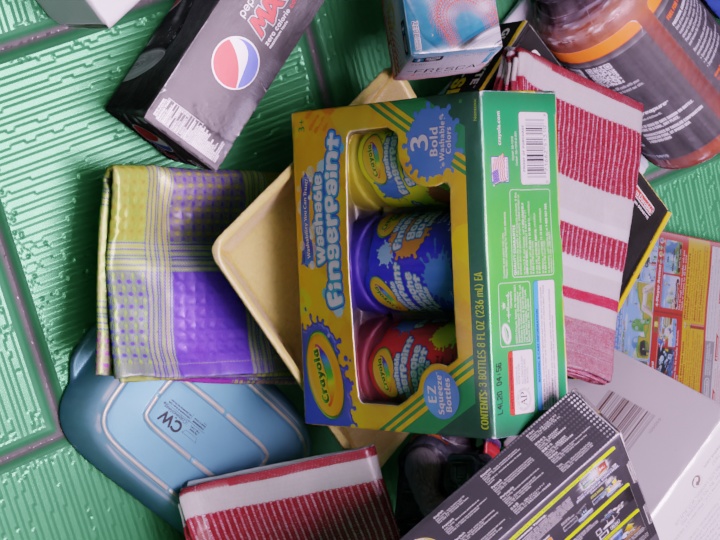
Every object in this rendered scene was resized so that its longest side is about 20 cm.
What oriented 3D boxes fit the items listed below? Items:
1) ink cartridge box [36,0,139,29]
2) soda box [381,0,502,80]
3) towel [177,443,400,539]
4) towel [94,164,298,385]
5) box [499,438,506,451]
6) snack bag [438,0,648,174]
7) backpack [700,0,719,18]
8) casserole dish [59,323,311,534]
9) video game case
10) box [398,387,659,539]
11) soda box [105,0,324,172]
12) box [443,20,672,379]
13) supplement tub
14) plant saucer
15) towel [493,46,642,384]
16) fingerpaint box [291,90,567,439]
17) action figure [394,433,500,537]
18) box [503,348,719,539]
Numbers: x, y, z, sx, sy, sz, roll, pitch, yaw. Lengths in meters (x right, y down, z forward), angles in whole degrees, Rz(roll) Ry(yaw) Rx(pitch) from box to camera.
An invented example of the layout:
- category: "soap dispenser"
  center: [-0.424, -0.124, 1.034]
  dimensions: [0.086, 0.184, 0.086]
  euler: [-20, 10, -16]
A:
- category: "ink cartridge box"
  center: [-0.142, -0.265, 1.037]
  dimensions: [0.200, 0.083, 0.146]
  euler: [-47, 118, -16]
- category: "soda box"
  center: [0.043, -0.231, 1.117]
  dimensions: [0.063, 0.068, 0.201]
  euler: [-8, 84, -10]
- category: "towel"
  center: [-0.032, 0.223, 1.101]
  dimensions: [0.143, 0.023, 0.201]
  euler: [-13, 92, 17]
- category: "towel"
  center: [-0.084, 0.003, 1.120]
  dimensions: [0.199, 0.023, 0.145]
  euler: [3, 86, -40]
- category: "box"
  center: [0.137, 0.186, 1.300]
  dimensions: [0.200, 0.038, 0.137]
  euler: [-47, 117, -15]
- category: "snack bag"
  center: [0.116, -0.067, 1.255]
  dimensions: [0.200, 0.021, 0.189]
  euler: [-49, 117, -14]
- category: "backpack"
  center: [0.329, -0.271, 1.243]
  dimensions: [0.162, 0.168, 0.201]
  euler: [34, 64, -24]
- category: "casserole dish"
  center: [-0.110, 0.107, 1.145]
  dimensions: [0.200, 0.039, 0.121]
  euler: [44, 76, -27]
- category: "video game case"
  center: [0.251, 0.045, 1.329]
  dimensions: [0.199, 0.017, 0.144]
  euler: [9, 84, -37]
- category: "box"
  center: [0.083, 0.183, 1.012]
  dimensions: [0.200, 0.044, 0.160]
  euler: [-41, 143, -8]
- category: "soda box"
  center: [-0.077, -0.166, 1.097]
  dimensions: [0.063, 0.071, 0.201]
  euler: [37, 80, -30]
- category: "box"
  center: [0.120, -0.046, 1.184]
  dimensions: [0.200, 0.049, 0.160]
  euler: [48, 62, -29]
- category: "supplement tub"
  center: [0.197, -0.171, 1.228]
  dimensions: [0.200, 0.107, 0.107]
  euler: [43, 77, -32]
- category: "plant saucer"
  center: [0.000, 0.000, 1.144]
  dimensions: [0.200, 0.048, 0.200]
  euler: [-47, 117, -30]
- category: "towel"
  center: [0.134, -0.035, 1.141]
  dimensions: [0.144, 0.023, 0.201]
  euler: [18, 77, -40]
- category: "fingerpaint box"
  center: [0.039, -0.004, 1.038]
  dimensions: [0.073, 0.166, 0.201]
  euler: [-4, 92, -43]
- category: "action figure"
  center: [0.045, 0.170, 1.158]
  dimensions: [0.200, 0.104, 0.194]
  euler: [60, 43, -65]
- category: "box"
  center: [0.226, 0.163, 1.222]
  dimensions: [0.106, 0.152, 0.200]
  euler: [-51, 127, -8]
